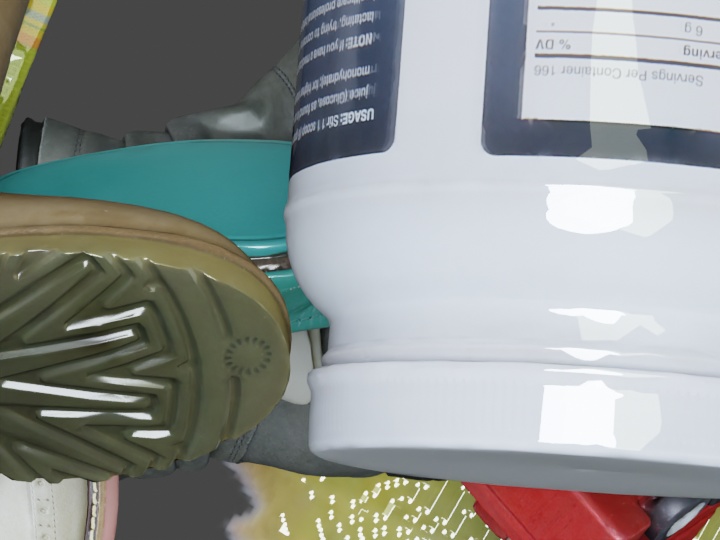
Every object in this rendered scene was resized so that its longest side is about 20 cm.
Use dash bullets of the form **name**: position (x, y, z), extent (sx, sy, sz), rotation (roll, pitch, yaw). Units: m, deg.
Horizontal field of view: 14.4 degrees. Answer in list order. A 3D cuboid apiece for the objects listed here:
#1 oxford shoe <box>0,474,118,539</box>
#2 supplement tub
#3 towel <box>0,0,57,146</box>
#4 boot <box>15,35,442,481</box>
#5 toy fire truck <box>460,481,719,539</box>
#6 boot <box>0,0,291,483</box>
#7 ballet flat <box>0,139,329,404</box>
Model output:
- **oxford shoe**: position (-0.115, 0.084, 0.751), extent (0.070, 0.074, 0.201), rotation (9, 93, 32)
- **supplement tub**: position (0.056, -0.054, 0.638), extent (0.139, 0.140, 0.201), rotation (5, 82, -5)
- **towel**: position (-0.140, -0.054, 0.807), extent (0.086, 0.018, 0.201), rotation (20, 85, -3)
- **boot**: position (-0.034, -0.035, 0.790), extent (0.130, 0.068, 0.201), rotation (1, 90, -4)
- **toy fire truck**: position (0.053, 0.077, 0.773), extent (0.200, 0.141, 0.049), rotation (-26, 68, -44)
- **boot**: position (-0.097, -0.041, 0.700), extent (0.174, 0.201, 0.066), rotation (-1, 131, 5)
- **ballet flat**: position (0.000, 0.000, 0.739), extent (0.199, 0.067, 0.071), rotation (-8, 118, 2)
